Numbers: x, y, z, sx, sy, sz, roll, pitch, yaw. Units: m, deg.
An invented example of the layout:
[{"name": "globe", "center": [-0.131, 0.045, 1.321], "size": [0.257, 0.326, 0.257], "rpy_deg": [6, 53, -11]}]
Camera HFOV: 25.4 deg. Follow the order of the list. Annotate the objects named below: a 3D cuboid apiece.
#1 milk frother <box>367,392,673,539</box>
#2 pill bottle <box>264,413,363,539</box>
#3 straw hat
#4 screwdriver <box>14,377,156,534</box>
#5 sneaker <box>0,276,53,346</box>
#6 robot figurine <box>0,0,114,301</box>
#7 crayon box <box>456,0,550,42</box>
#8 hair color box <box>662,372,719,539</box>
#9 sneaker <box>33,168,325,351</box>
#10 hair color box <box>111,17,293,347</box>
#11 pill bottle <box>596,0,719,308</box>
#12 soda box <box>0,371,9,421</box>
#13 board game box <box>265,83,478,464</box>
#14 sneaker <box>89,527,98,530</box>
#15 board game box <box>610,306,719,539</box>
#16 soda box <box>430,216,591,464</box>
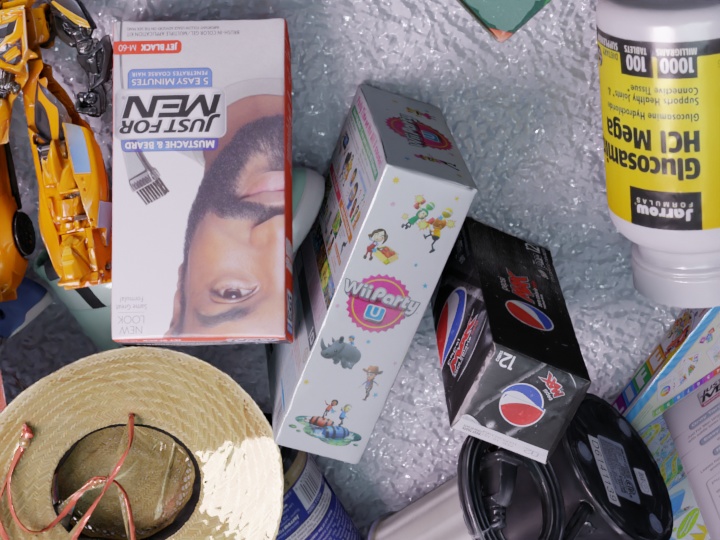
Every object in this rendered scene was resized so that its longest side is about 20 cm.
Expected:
[{"name": "milk frother", "center": [0.080, 0.177, 1.070], "size": [0.188, 0.181, 0.200], "rpy_deg": [-36, 121, 28]}, {"name": "pill bottle", "center": [-0.051, 0.212, 1.149], "size": [0.111, 0.112, 0.201], "rpy_deg": [-26, 111, 10]}, {"name": "straw hat", "center": [-0.155, 0.137, 1.044], "size": [0.200, 0.085, 0.202], "rpy_deg": [-1, 95, -12]}, {"name": "screwdriver", "center": [-0.178, 0.148, 1.091], "size": [0.029, 0.028, 0.200], "rpy_deg": [-51, 120, -22]}, {"name": "sneaker", "center": [-0.315, 0.028, 1.089], "size": [0.199, 0.081, 0.115], "rpy_deg": [-33, 99, 16]}, {"name": "robot figurine", "center": [-0.219, -0.083, 1.011], "size": [0.144, 0.058, 0.201], "rpy_deg": [-10, 91, 14]}, {"name": "crayon box", "center": [0.135, -0.234, 0.950], "size": [0.200, 0.127, 0.051], "rpy_deg": [-42, 109, 16]}, {"name": "hair color box", "center": [0.268, 0.130, 1.033], "size": [0.099, 0.200, 0.061], "rpy_deg": [-39, 109, 15]}, {"name": "sneaker", "center": [-0.125, -0.026, 1.060], "size": [0.200, 0.074, 0.118], "rpy_deg": [-36, 116, 16]}, {"name": "hair color box", "center": [-0.098, -0.054, 1.007], "size": [0.110, 0.064, 0.201], "rpy_deg": [-1, 84, 1]}, {"name": "pill bottle", "center": [0.212, -0.083, 1.025], "size": [0.112, 0.113, 0.201], "rpy_deg": [-7, 113, 2]}, {"name": "soda box", "center": [-0.263, 0.096, 1.036], "size": [0.068, 0.064, 0.200], "rpy_deg": [-13, 147, -15]}, {"name": "board game box", "center": [0.000, 0.000, 1.036], "size": [0.064, 0.148, 0.201], "rpy_deg": [15, 113, -14]}, {"name": "sneaker", "center": [-0.215, 0.157, 1.149], "size": [0.077, 0.076, 0.200], "rpy_deg": [39, 98, -10]}, {"name": "board game box", "center": [0.259, 0.106, 1.151], "size": [0.134, 0.034, 0.200], "rpy_deg": [31, 110, -13]}, {"name": "soda box", "center": [0.091, 0.039, 1.028], "size": [0.070, 0.200, 0.064], "rpy_deg": [22, 111, -10]}]
